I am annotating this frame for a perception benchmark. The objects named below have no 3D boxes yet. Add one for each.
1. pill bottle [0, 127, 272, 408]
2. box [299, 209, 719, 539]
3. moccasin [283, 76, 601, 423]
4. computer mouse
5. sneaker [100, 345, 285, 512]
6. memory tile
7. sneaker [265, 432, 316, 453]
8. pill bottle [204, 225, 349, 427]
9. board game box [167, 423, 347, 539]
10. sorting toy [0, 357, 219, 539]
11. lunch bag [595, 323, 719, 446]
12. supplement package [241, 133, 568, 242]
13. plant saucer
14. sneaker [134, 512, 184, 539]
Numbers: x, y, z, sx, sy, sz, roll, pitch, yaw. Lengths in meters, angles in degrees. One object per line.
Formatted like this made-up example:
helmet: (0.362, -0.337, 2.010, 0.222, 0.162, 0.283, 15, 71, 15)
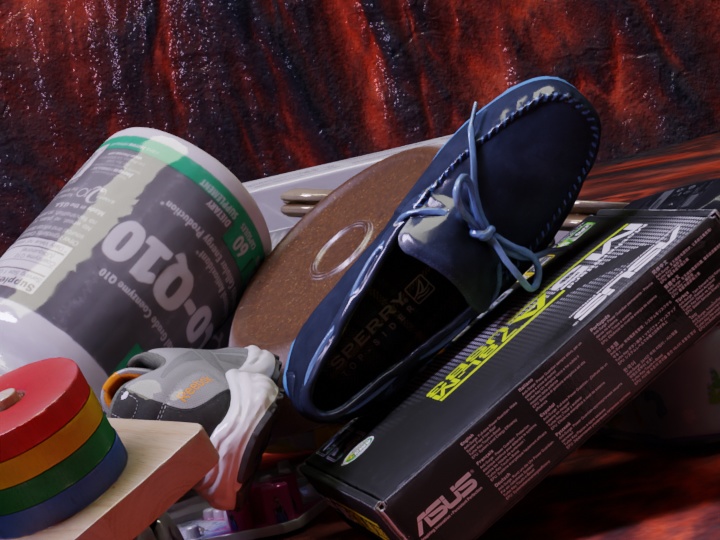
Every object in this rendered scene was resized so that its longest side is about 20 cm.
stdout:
pill bottle: (-0.144, 0.029, 1.562, 0.113, 0.113, 0.200, -8, 37, 52)
box: (0.073, 0.049, 1.369, 0.200, 0.048, 0.193, -40, 6, -7)
moccasin: (0.045, 0.000, 1.398, 0.200, 0.080, 0.068, -53, 9, 9)
computer mouse: (0.119, -0.007, 1.532, 0.200, 0.034, 0.059, -14, 20, 44)
sneaker: (-0.083, 0.063, 1.422, 0.079, 0.074, 0.200, 21, -1, -4)
memory tile: (0.055, -0.034, 1.702, 0.200, 0.017, 0.153, 3, 0, 1)
sneaker: (0.011, 0.068, 1.775, 0.200, 0.076, 0.105, -12, -14, 18)
pill bottle: (-0.090, 0.045, 1.697, 0.200, 0.116, 0.116, -13, 4, 18)
board game box: (-0.102, 0.122, 1.585, 0.200, 0.026, 0.200, -12, 4, 16)
sorting toy: (-0.198, 0.106, 1.291, 0.200, 0.070, 0.199, -1, 32, 50)
lunch bag: (0.189, 0.033, 1.522, 0.161, 0.083, 0.200, -12, 5, -16)
supplement package: (0.029, 0.002, 1.869, 0.200, 0.156, 0.111, -14, 5, -12)
plant saucer: (0.000, 0.000, 1.527, 0.200, 0.037, 0.200, -36, 23, 18)
sneaker: (-0.160, 0.124, 1.394, 0.075, 0.081, 0.200, -9, 7, 29)
